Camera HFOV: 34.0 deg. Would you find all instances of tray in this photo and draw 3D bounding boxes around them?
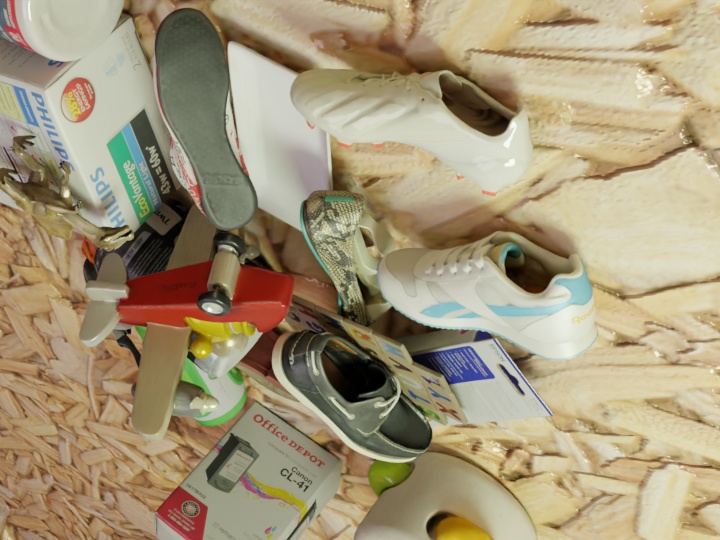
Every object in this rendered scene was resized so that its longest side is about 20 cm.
[{"bbox_3d":[-0.063,-0.112,1.047,0.107,0.022,0.201,30,148,22],"label":"tray"}]

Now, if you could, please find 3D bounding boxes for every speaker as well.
[{"bbox_3d":[-0.209,0.093,1.417,0.088,0.089,0.201,11,138,41],"label":"speaker"}]

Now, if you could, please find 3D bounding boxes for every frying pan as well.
[{"bbox_3d":[-0.301,0.064,1.469,0.115,0.031,0.192,-162,50,-84],"label":"frying pan"}]

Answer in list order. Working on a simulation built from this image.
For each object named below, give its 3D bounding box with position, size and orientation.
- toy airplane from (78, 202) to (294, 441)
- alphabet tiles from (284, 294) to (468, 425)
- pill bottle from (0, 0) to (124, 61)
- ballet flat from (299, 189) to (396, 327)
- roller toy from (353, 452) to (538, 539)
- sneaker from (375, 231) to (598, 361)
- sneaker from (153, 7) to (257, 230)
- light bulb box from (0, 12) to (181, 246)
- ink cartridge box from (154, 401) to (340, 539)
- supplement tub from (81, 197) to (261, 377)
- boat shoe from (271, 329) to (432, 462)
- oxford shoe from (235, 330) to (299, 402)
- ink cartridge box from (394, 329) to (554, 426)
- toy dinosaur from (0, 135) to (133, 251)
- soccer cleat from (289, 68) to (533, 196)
[{"bbox_3d":[-0.165,0.042,1.124,0.199,0.200,0.141,44,178,44],"label":"toy airplane"},{"bbox_3d":[0.008,0.087,1.128,0.199,0.006,0.167,23,159,30],"label":"alphabet tiles"},{"bbox_3d":[-0.317,-0.271,1.044,0.199,0.120,0.120,25,146,27],"label":"pill bottle"},{"bbox_3d":[0.000,0.000,1.076,0.074,0.068,0.201,-4,143,10],"label":"ballet flat"},{"bbox_3d":[0.091,0.306,1.284,0.199,0.140,0.184,10,138,41],"label":"roller toy"},{"bbox_3d":[0.100,0.005,0.966,0.198,0.077,0.081,13,131,31],"label":"sneaker"},{"bbox_3d":[-0.150,-0.142,1.052,0.108,0.067,0.203,45,153,58],"label":"sneaker"},{"bbox_3d":[-0.300,-0.154,1.165,0.198,0.125,0.199,19,143,32],"label":"light bulb box"},{"bbox_3d":[-0.139,0.286,1.466,0.147,0.200,0.086,32,148,16],"label":"ink cartridge box"},{"bbox_3d":[-0.189,0.008,1.247,0.199,0.123,0.123,39,150,5],"label":"supplement tub"},{"bbox_3d":[0.006,0.121,1.101,0.067,0.072,0.200,-17,135,40],"label":"boat shoe"},{"bbox_3d":[-0.126,0.091,1.335,0.199,0.071,0.075,37,156,12],"label":"oxford shoe"},{"bbox_3d":[0.099,0.100,1.116,0.095,0.037,0.199,51,151,-14],"label":"ink cartridge box"},{"bbox_3d":[-0.306,-0.070,1.100,0.199,0.058,0.102,26,148,24],"label":"toy dinosaur"},{"bbox_3d":[0.038,-0.123,0.878,0.198,0.069,0.078,22,140,18],"label":"soccer cleat"}]
